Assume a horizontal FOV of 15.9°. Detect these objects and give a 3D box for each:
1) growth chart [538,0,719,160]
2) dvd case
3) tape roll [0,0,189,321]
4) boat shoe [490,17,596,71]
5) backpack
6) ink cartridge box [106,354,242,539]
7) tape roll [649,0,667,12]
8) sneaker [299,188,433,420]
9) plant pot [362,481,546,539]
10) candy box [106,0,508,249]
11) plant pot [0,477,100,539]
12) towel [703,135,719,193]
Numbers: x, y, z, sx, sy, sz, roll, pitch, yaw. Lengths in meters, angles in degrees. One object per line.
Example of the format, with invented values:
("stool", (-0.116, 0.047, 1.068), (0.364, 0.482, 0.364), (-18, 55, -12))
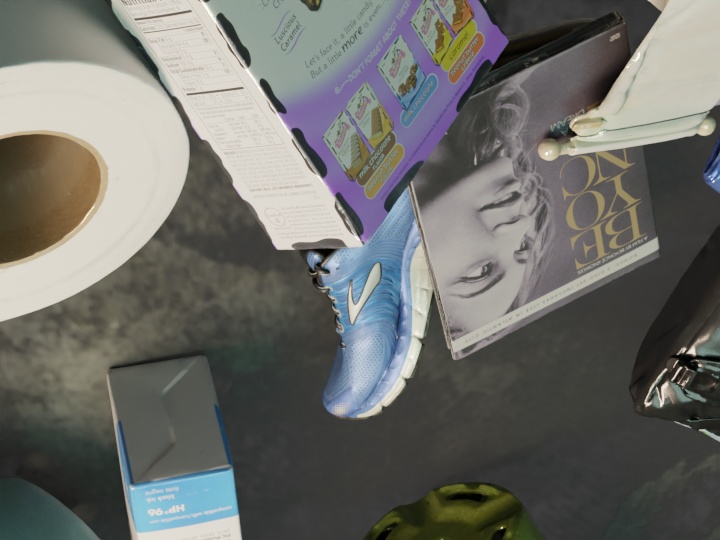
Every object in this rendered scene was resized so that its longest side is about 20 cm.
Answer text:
("growth chart", (0.201, -0.130, 1.458), (0.144, 0.018, 0.200), (-7, 147, -34))
("dvd case", (0.103, -0.046, 1.530), (0.148, 0.016, 0.200), (-26, 137, -11))
("tape roll", (-0.207, -0.086, 1.380), (0.202, 0.139, 0.203), (-17, 144, -13))
("boat shoe", (0.049, -0.105, 1.514), (0.201, 0.074, 0.065), (-8, 123, -14))
("backpack", (0.293, 0.054, 1.670), (0.200, 0.154, 0.163), (28, 111, -9))
("ink cartridge box", (-0.113, 0.169, 1.651), (0.068, 0.116, 0.200), (-10, 128, -7))
("tape roll", (0.226, -0.237, 1.458), (0.202, 0.071, 0.203), (-7, 128, -9))
("sneaker", (0.000, 0.000, 1.587), (0.089, 0.079, 0.201), (8, 117, -12))
("plant pot", (0.082, 0.252, 1.743), (0.200, 0.200, 0.190), (-23, 117, 3))
("candy box", (-0.030, -0.140, 1.365), (0.071, 0.168, 0.200), (-3, 131, 44))
("plant pot", (-0.231, 0.210, 1.626), (0.135, 0.200, 0.200), (-50, 133, -23))
("towel", (0.309, -0.073, 1.585), (0.200, 0.024, 0.145), (30, 81, -27))
